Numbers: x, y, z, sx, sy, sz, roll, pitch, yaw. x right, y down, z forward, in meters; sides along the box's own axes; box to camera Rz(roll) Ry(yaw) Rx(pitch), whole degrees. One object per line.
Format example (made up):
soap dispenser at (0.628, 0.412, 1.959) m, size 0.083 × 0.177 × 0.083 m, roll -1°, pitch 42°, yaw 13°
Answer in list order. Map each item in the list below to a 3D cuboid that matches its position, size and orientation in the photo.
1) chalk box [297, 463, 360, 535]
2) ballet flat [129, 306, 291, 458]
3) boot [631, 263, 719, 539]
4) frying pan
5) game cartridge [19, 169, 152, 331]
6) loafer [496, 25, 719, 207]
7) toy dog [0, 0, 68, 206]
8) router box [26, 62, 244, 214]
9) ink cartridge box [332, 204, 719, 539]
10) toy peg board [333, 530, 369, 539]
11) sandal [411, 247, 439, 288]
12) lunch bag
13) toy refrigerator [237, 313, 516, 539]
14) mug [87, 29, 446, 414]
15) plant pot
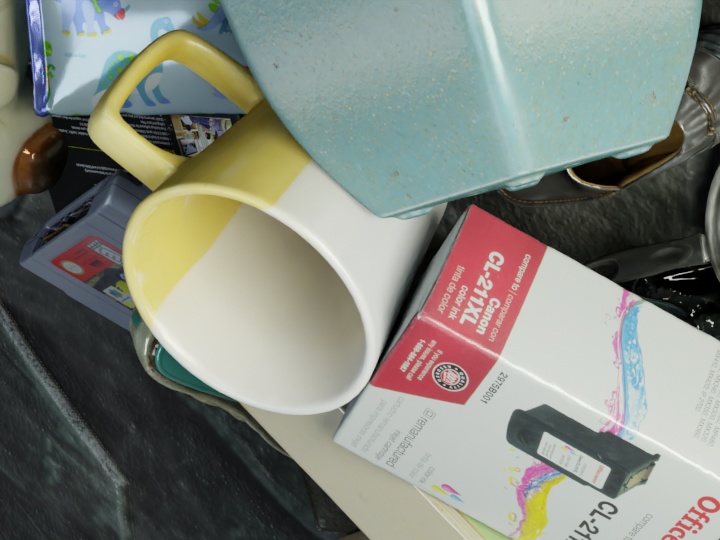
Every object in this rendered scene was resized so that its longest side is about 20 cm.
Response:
chalk box at (0.068, 0.087, 1.606) m, size 0.199 × 0.124 × 0.125 m, roll 5°, pitch 121°, yaw 40°
ballet flat at (-0.064, 0.068, 1.730) m, size 0.200 × 0.068 × 0.062 m, roll 33°, pitch -176°, yaw -32°
boot at (0.234, 0.090, 1.481) m, size 0.200 × 0.076 × 0.169 m, roll 26°, pitch 138°, yaw 37°
frying pan at (0.209, -0.004, 1.430) m, size 0.190 × 0.031 × 0.115 m, roll -42°, pitch 65°, yaw 33°
game cartridge at (-0.135, -0.001, 1.742) m, size 0.133 × 0.041 × 0.200 m, roll 27°, pitch 160°, yaw -16°
loafer at (0.130, -0.074, 1.466) m, size 0.073 × 0.072 × 0.200 m, roll 56°, pitch 141°, yaw -5°
toy dog at (-0.243, -0.131, 1.584) m, size 0.139 × 0.194 × 0.201 m, roll 5°, pitch 115°, yaw 24°
router box at (-0.130, -0.096, 1.715) m, size 0.199 × 0.051 × 0.150 m, roll 9°, pitch 125°, yaw 39°
ink cartridge box at (0.107, 0.075, 1.419) m, size 0.199 × 0.083 × 0.146 m, roll 29°, pitch 143°, yaw -3°
toy peg board at (0.063, 0.244, 1.638) m, size 0.198 × 0.098 × 0.200 m, roll 25°, pitch 163°, yaw -11°
sandal at (0.000, 0.000, 1.618) m, size 0.199 × 0.075 × 0.045 m, roll -17°, pitch 106°, yaw 23°
lunch bag at (-0.102, -0.192, 1.531) m, size 0.169 × 0.127 × 0.201 m, roll 1°, pitch 105°, yaw 9°
toy refrigerator at (0.026, 0.100, 1.503) m, size 0.200 × 0.076 × 0.070 m, roll 46°, pitch 138°, yaw 10°
mug at (-0.034, -0.043, 1.431) m, size 0.149 × 0.153 × 0.187 m, roll -4°, pitch 125°, yaw 37°
plant pot at (0.057, -0.139, 1.356) m, size 0.196 × 0.195 × 0.201 m, roll -15°, pitch 91°, yaw 48°
